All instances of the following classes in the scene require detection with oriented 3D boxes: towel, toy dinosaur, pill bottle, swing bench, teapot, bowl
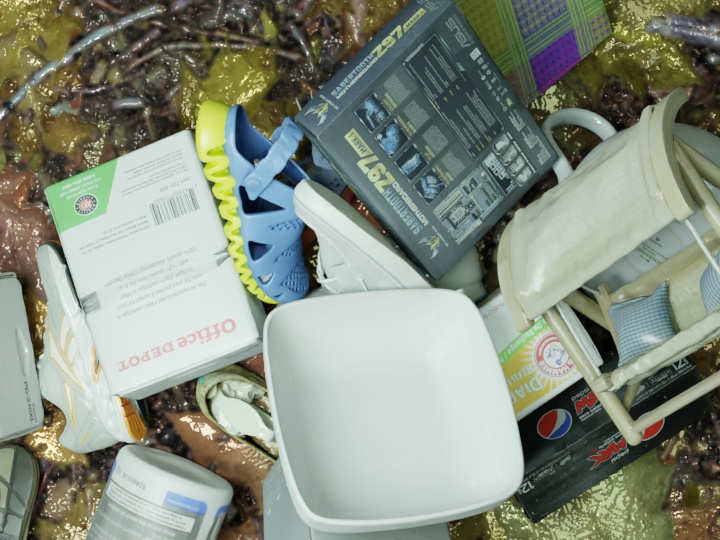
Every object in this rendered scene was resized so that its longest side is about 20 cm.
[{"bbox_3d":[0.138,-0.222,1.269,0.199,0.023,0.145,-37,121,-24],"label":"towel"},{"bbox_3d":[-0.013,-0.096,1.283,0.179,0.106,0.201,-10,124,21],"label":"toy dinosaur"},{"bbox_3d":[-0.200,0.271,1.290,0.113,0.114,0.202,21,90,0],"label":"pill bottle"},{"bbox_3d":[0.235,-0.001,1.154,0.200,0.130,0.199,44,132,-6],"label":"swing bench"},{"bbox_3d":[0.274,-0.058,1.276,0.195,0.146,0.202,-9,118,32],"label":"teapot"},{"bbox_3d":[0.021,0.121,1.159,0.197,0.075,0.202,-5,59,-16],"label":"bowl"}]

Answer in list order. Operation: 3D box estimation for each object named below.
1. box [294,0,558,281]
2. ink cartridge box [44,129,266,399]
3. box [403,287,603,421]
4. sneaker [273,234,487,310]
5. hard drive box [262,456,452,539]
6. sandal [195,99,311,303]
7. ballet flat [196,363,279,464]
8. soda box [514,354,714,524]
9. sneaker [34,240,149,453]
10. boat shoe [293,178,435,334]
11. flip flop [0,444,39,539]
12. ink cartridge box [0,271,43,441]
[{"bbox_3d":[0.060,-0.111,1.205,0.158,0.051,0.200,-45,127,-3],"label":"box"},{"bbox_3d":[-0.178,-0.001,1.281,0.144,0.084,0.202,-20,79,5],"label":"ink cartridge box"},{"bbox_3d":[0.105,0.092,1.289,0.199,0.112,0.102,-34,89,-1],"label":"box"},{"bbox_3d":[0.013,0.011,1.310,0.197,0.076,0.082,-14,92,-9],"label":"sneaker"},{"bbox_3d":[0.000,0.239,1.207,0.155,0.200,0.077,29,109,-15],"label":"hard drive box"},{"bbox_3d":[-0.074,-0.056,1.216,0.086,0.080,0.202,-7,127,14],"label":"sandal"},{"bbox_3d":[-0.067,0.153,1.313,0.199,0.071,0.071,33,90,0],"label":"ballet flat"},{"bbox_3d":[0.217,0.141,1.302,0.199,0.064,0.071,-32,129,0],"label":"soda box"},{"bbox_3d":[-0.271,0.074,1.312,0.091,0.076,0.202,-21,85,12],"label":"sneaker"},{"bbox_3d":[0.000,0.000,1.214,0.069,0.072,0.200,-45,132,5],"label":"boat shoe"},{"bbox_3d":[-0.348,0.261,1.324,0.080,0.058,0.202,14,75,5],"label":"flip flop"},{"bbox_3d":[-0.401,0.091,1.283,0.197,0.084,0.147,-10,90,14],"label":"ink cartridge box"}]
